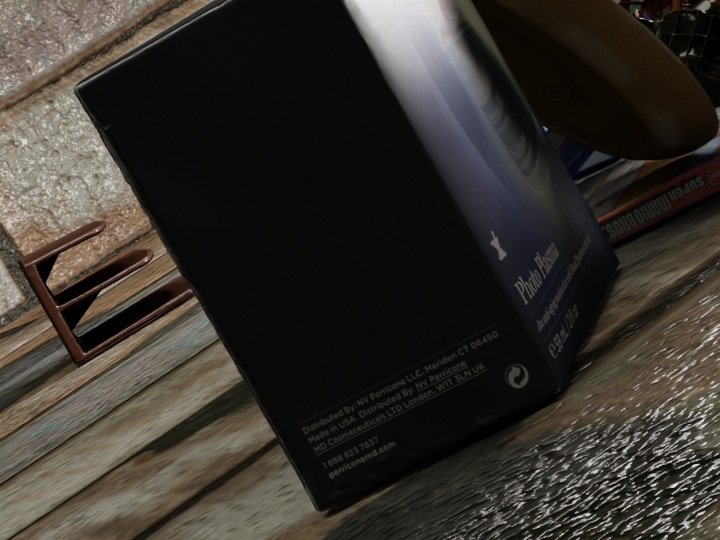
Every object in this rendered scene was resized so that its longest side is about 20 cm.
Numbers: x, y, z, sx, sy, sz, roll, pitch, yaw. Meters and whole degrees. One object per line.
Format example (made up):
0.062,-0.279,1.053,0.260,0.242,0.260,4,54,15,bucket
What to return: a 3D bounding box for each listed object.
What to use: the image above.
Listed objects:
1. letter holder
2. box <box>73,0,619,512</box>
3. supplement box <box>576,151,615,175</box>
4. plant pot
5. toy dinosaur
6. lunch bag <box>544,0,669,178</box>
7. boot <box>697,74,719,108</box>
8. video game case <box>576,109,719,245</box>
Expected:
-0.229,0.003,2.159,0.142,0.101,0.200,-30,6,-7,letter holder
0.004,-0.037,0.993,0.123,0.199,0.200,-29,7,18,box
0.151,-0.137,1.500,0.103,0.101,0.200,-24,10,44,supplement box
0.081,-0.109,1.132,0.028,0.200,0.200,-56,11,-9,plant pot
0.182,-0.120,1.123,0.200,0.102,0.136,-21,-15,15,toy dinosaur
0.082,-0.151,1.304,0.200,0.170,0.127,-54,-16,1,lunch bag
0.285,-0.165,1.324,0.200,0.073,0.182,-26,7,-16,boot
0.160,-0.051,1.184,0.200,0.017,0.143,-28,7,24,video game case
